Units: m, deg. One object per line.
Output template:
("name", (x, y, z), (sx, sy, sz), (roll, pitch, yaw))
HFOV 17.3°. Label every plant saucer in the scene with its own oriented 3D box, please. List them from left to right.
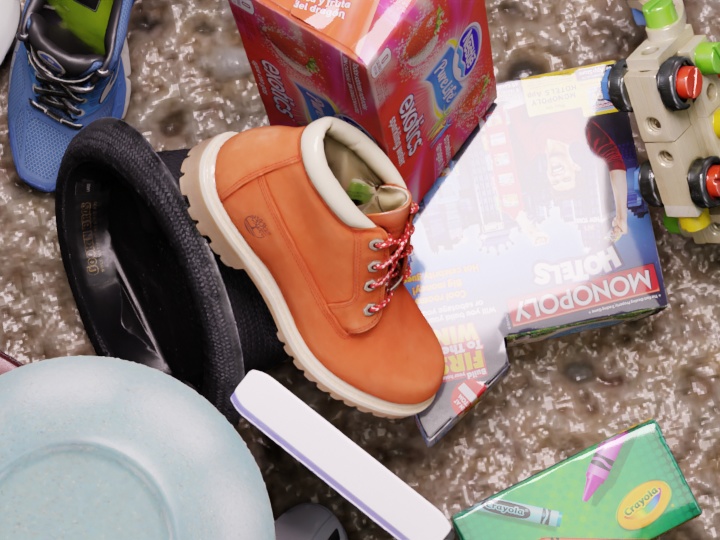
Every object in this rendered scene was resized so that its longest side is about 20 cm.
("plant saucer", (-0.143, 0.141, 1.192), (0.201, 0.039, 0.201), (0, 82, 1))

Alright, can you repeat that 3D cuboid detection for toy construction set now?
("toy construction set", (0.194, -0.098, 1.345), (0.131, 0.092, 0.200), (-44, 108, -40))

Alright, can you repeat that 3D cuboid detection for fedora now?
("fedora", (-0.095, 0.000, 1.367), (0.092, 0.201, 0.201), (-21, 80, -31))

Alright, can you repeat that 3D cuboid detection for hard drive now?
("hard drive", (-0.006, 0.112, 1.307), (0.132, 0.200, 0.025), (38, 86, 7))

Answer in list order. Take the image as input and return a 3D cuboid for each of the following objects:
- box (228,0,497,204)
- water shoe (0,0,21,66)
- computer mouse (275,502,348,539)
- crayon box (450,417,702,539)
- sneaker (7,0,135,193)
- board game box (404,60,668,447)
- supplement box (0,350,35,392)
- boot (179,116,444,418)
("box", (0.005, -0.122, 1.278), (0.095, 0.200, 0.100), (32, 74, 18))
("water shoe", (-0.264, -0.103, 1.381), (0.079, 0.071, 0.200), (34, 48, -25))
("computer mouse", (-0.047, 0.232, 1.354), (0.110, 0.044, 0.200), (-11, 72, 44))
("crayon box", (0.114, 0.136, 1.298), (0.119, 0.200, 0.058), (-26, 83, -1))
("sneaker", (-0.173, -0.128, 1.374), (0.078, 0.089, 0.200), (21, 123, 5))
("board game box", (0.071, -0.004, 1.390), (0.200, 0.062, 0.200), (-10, 82, 1))
("supplement box", (-0.197, 0.124, 1.316), (0.200, 0.197, 0.133), (30, 85, 6))
("boot", (0.000, 0.000, 1.278), (0.200, 0.107, 0.075), (51, 44, -25))
